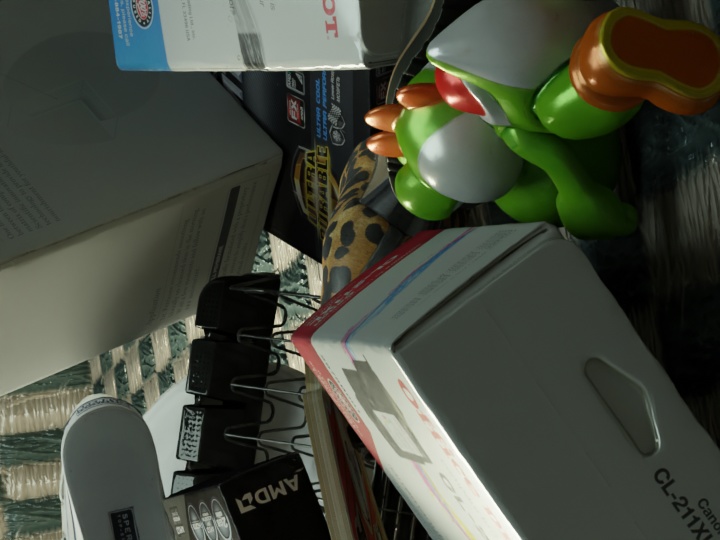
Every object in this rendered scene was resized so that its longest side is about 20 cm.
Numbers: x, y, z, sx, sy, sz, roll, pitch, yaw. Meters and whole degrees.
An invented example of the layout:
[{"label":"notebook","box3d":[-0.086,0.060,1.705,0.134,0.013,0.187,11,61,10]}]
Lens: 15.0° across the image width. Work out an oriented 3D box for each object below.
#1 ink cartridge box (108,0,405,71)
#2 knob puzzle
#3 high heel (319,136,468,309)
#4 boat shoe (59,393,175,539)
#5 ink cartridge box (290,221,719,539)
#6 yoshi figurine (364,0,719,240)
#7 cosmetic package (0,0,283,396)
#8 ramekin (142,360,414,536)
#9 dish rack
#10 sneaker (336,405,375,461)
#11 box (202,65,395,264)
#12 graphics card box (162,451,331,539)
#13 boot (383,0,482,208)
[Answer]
[{"label":"ink cartridge box","box3d":[-0.040,-0.176,1.362,0.200,0.084,0.145,5,103,48]},{"label":"knob puzzle","box3d":[0.013,0.141,1.292,0.220,0.030,0.220,-15,-90,-87]},{"label":"high heel","box3d":[0.000,0.000,1.358,0.143,0.071,0.200,-58,0,-26]},{"label":"boat shoe","box3d":[-0.132,0.167,1.546,0.065,0.074,0.200,-140,48,-78]},{"label":"ink cartridge box","box3d":[0.060,0.061,1.104,0.146,0.083,0.200,55,170,-6]},{"label":"yoshi figurine","box3d":[0.084,-0.071,1.083,0.112,0.112,0.200,43,150,-4]},{"label":"cosmetic package","box3d":[-0.188,-0.056,1.522,0.199,0.200,0.123,48,141,27]},{"label":"ramekin","box3d":[-0.046,0.156,1.580,0.202,0.094,0.202,-7,78,37]},{"label":"dish rack","box3d":[-0.015,0.082,1.475,0.200,0.055,0.154,6,88,37]},{"label":"sneaker","box3d":[0.031,0.044,1.302,0.200,0.106,0.075,-176,79,-78]},{"label":"box","box3d":[-0.043,-0.115,1.510,0.198,0.050,0.200,30,132,40]},{"label":"graphics card box","box3d":[-0.032,0.196,1.394,0.200,0.051,0.125,70,161,1]},{"label":"boot","box3d":[0.048,-0.142,1.221,0.138,0.077,0.200,-106,27,-51]}]
